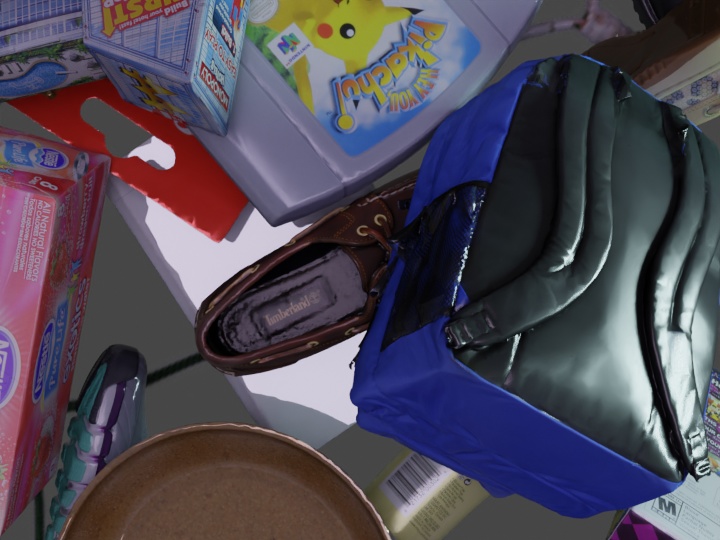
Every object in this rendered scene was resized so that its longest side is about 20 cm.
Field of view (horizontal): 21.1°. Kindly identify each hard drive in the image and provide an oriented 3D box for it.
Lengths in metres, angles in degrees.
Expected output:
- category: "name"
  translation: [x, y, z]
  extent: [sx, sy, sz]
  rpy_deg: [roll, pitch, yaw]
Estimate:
- category: "hard drive"
  translation: [-0.043, -0.007, 1.110]
  extent: [0.131, 0.026, 0.201]
  rpy_deg: [-34, 88, 4]

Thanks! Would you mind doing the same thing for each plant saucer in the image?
- category: "plant saucer"
  translation: [-0.071, 0.181, 1.048]
  extent: [0.198, 0.035, 0.203]
  rpy_deg: [0, 91, 9]

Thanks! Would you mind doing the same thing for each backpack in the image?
- category: "backpack"
  translation: [0.084, 0.001, 0.968]
  extent: [0.162, 0.167, 0.202]
  rpy_deg: [31, 62, -25]

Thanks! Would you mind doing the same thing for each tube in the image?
- category: "tube"
  translation: [0.087, 0.077, 1.095]
  extent: [0.200, 0.052, 0.058]
  rpy_deg: [-45, 129, 0]

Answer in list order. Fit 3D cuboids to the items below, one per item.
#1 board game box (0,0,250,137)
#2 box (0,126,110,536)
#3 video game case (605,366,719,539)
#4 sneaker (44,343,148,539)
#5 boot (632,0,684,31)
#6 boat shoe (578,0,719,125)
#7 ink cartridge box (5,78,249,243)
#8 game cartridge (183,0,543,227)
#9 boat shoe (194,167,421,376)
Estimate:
- category: "board game box"
  translation: [-0.132, -0.159, 1.007]
  extent: [0.198, 0.062, 0.202]
  rpy_deg: [-12, 63, 11]
- category: "box"
  translation: [-0.209, 0.030, 1.059]
  extent: [0.094, 0.103, 0.202]
  rpy_deg: [15, 108, 6]
- category: "video game case"
  translation: [0.233, 0.145, 1.019]
  extent: [0.199, 0.181, 0.036]
  rpy_deg: [33, 120, 2]
- category: "sneaker"
  translation: [-0.134, 0.144, 1.108]
  extent: [0.087, 0.074, 0.202]
  rpy_deg: [13, 99, -15]
- category: "boot"
  translation: [0.195, -0.216, 1.012]
  extent: [0.076, 0.168, 0.202]
  rpy_deg: [-9, 90, -14]
- category: "boat shoe"
  translation: [0.162, -0.093, 1.043]
  extent: [0.063, 0.074, 0.199]
  rpy_deg: [41, 135, -23]
- category: "ink cartridge box"
  translation: [-0.086, -0.144, 1.076]
  extent: [0.162, 0.057, 0.201]
  rpy_deg: [33, 75, 4]
- category: "game cartridge"
  translation: [-0.002, -0.123, 1.038]
  extent: [0.200, 0.040, 0.134]
  rpy_deg: [-41, 88, -8]
- category: "boat shoe"
  translation: [0.000, 0.000, 1.060]
  extent: [0.199, 0.070, 0.071]
  rpy_deg: [-31, 87, 3]
